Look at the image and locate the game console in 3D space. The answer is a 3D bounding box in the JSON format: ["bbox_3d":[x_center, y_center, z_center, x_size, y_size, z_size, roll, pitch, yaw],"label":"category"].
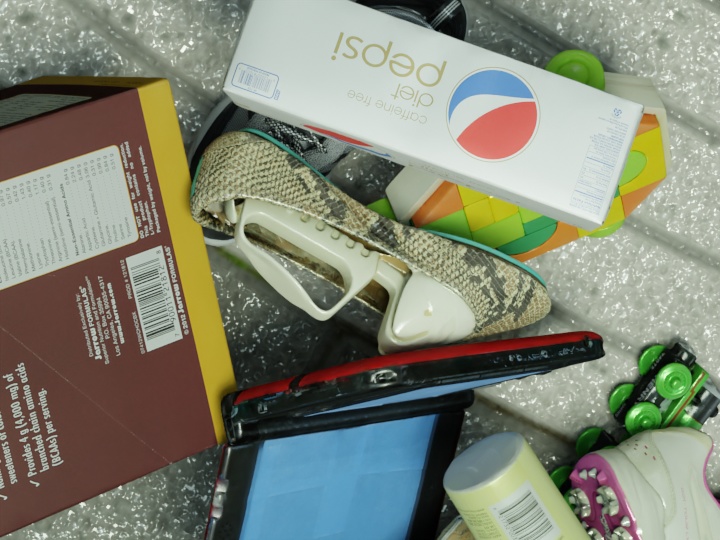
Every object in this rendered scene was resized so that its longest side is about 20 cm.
[{"bbox_3d":[0.024,0.109,1.221,0.172,0.199,0.120,-16,83,40],"label":"game console"}]

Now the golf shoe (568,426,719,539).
[{"bbox_3d":[0.191,0.182,1.289,0.091,0.075,0.201,-26,104,-26],"label":"golf shoe"}]

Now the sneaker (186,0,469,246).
[{"bbox_3d":[-0.023,-0.086,1.218,0.200,0.114,0.076,-41,97,3],"label":"sneaker"}]

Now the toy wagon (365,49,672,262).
[{"bbox_3d":[0.072,-0.041,1.229,0.199,0.155,0.040,-24,61,0],"label":"toy wagon"}]

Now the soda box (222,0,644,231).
[{"bbox_3d":[0.035,-0.082,1.123,0.199,0.068,0.064,20,88,2],"label":"soda box"}]

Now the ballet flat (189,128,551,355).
[{"bbox_3d":[0.000,0.000,1.170,0.199,0.076,0.068,28,143,-6],"label":"ballet flat"}]

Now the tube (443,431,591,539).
[{"bbox_3d":[0.113,0.179,1.231,0.052,0.058,0.201,-41,111,-24],"label":"tube"}]

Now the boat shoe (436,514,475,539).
[{"bbox_3d":[0.009,0.204,1.253,0.200,0.072,0.076,-33,66,-28],"label":"boat shoe"}]

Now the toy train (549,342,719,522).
[{"bbox_3d":[0.141,0.131,1.327,0.056,0.042,0.200,34,97,-22],"label":"toy train"}]

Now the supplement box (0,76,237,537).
[{"bbox_3d":[-0.193,0.020,1.174,0.199,0.132,0.199,-21,106,-34],"label":"supplement box"}]
